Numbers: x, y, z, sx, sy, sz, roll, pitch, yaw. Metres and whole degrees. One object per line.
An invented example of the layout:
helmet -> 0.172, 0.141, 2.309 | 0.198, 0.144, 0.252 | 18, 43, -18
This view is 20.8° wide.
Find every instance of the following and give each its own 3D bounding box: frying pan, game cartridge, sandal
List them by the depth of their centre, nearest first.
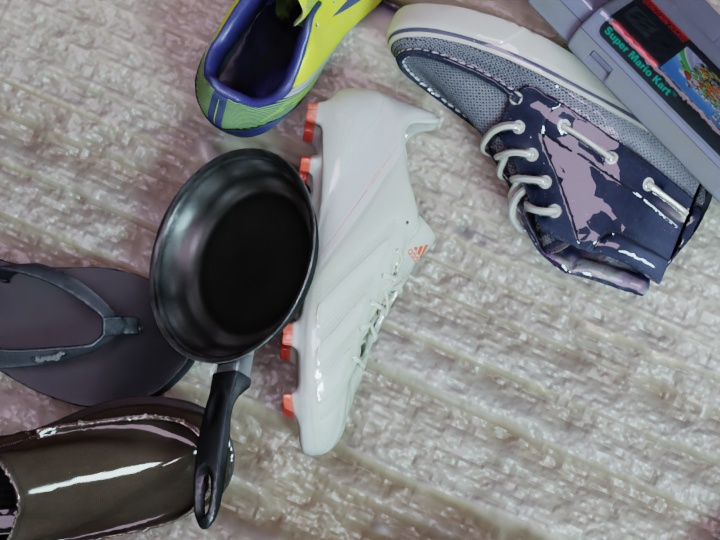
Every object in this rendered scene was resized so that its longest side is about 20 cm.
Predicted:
frying pan -> -0.054, 0.025, 1.004 | 0.115, 0.031, 0.191 | -33, 58, 27
game cartridge -> 0.186, -0.095, 1.035 | 0.200, 0.130, 0.038 | 46, 119, 5
sandal -> -0.184, 0.024, 1.053 | 0.199, 0.043, 0.076 | 14, 82, 1

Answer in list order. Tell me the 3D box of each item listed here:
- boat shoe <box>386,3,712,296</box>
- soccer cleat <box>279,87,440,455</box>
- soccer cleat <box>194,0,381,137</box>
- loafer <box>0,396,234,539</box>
boat shoe -> 0.094, -0.063, 1.043 | 0.199, 0.075, 0.093 | 25, 71, -1
soccer cleat -> 0.000, 0.000, 1.047 | 0.077, 0.069, 0.201 | 6, 79, -3
soccer cleat -> -0.020, -0.159, 1.058 | 0.065, 0.084, 0.201 | 33, 83, 4
loafer -> -0.163, 0.117, 1.020 | 0.199, 0.071, 0.073 | -12, 100, 2
